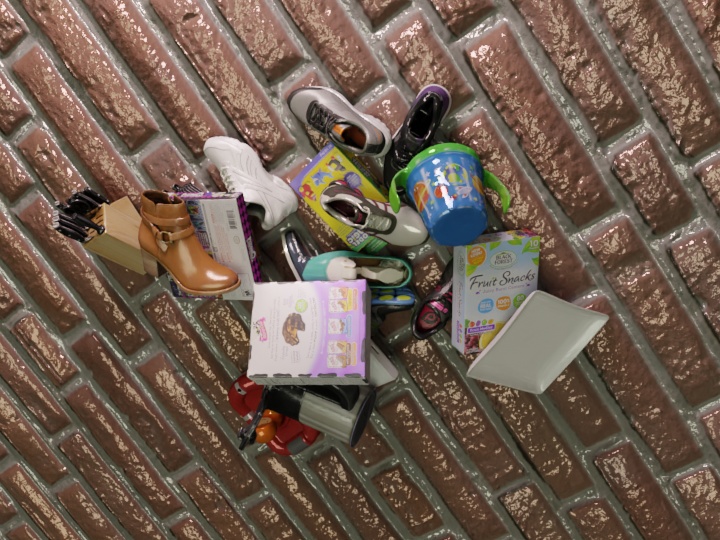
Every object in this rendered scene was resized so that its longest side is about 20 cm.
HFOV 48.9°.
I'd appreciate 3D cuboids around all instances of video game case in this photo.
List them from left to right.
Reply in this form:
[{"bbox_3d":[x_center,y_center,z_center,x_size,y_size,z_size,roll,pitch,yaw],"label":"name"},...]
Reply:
[{"bbox_3d":[-0.274,-0.042,1.411,0.181,0.036,0.201,1,117,20],"label":"video game case"}]

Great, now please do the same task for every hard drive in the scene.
[{"bbox_3d":[-0.039,0.181,1.496,0.200,0.027,0.132,-30,106,41],"label":"hard drive"}]

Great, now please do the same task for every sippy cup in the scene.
[{"bbox_3d":[0.147,-0.114,1.287,0.177,0.131,0.140,-24,139,14],"label":"sippy cup"}]

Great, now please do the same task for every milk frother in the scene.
[{"bbox_3d":[-0.097,0.262,1.420,0.188,0.181,0.201,21,75,15],"label":"milk frother"}]

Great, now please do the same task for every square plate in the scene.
[{"bbox_3d":[0.305,0.124,1.373,0.198,0.028,0.200,18,119,-34],"label":"square plate"}]

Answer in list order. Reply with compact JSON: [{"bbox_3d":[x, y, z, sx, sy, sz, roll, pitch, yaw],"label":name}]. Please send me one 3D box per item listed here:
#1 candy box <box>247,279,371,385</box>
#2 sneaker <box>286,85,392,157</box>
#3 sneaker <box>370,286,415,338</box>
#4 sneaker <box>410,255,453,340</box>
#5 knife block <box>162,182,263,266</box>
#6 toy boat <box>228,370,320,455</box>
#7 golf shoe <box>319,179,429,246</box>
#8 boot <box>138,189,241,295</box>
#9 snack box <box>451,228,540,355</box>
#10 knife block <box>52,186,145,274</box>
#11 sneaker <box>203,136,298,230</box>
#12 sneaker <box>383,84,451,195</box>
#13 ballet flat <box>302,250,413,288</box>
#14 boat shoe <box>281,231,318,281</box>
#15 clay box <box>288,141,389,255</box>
[{"bbox_3d":[-0.084,0.106,1.346,0.199,0.072,0.168,-1,71,8],"label":"candy box"},{"bbox_3d":[-0.043,-0.253,1.332,0.200,0.079,0.074,31,116,17],"label":"sneaker"},{"bbox_3d":[0.019,0.082,1.462,0.199,0.071,0.083,-22,109,27],"label":"sneaker"},{"bbox_3d":[0.156,0.050,1.400,0.077,0.084,0.200,31,113,0],"label":"sneaker"},{"bbox_3d":[-0.294,-0.068,1.476,0.175,0.064,0.201,-11,108,19],"label":"knife block"},{"bbox_3d":[-0.178,0.290,1.554,0.130,0.131,0.200,-38,98,23],"label":"toy boat"},{"bbox_3d":[0.022,-0.084,1.333,0.199,0.088,0.077,21,111,2],"label":"golf shoe"},{"bbox_3d":[-0.294,-0.050,1.355,0.199,0.077,0.156,20,123,23],"label":"boot"},{"bbox_3d":[0.231,0.037,1.360,0.142,0.053,0.201,-8,111,-19],"label":"snack box"},{"bbox_3d":[-0.472,-0.062,1.471,0.064,0.176,0.200,-26,103,23],"label":"knife block"},{"bbox_3d":[-0.208,-0.153,1.400,0.200,0.099,0.078,40,150,-1],"label":"sneaker"},{"bbox_3d":[0.082,-0.212,1.318,0.076,0.088,0.201,24,115,4],"label":"sneaker"},{"bbox_3d":[0.000,0.000,1.388,0.199,0.070,0.068,0,93,-15],"label":"ballet flat"},{"bbox_3d":[-0.085,0.012,1.441,0.062,0.075,0.201,-27,74,8],"label":"boat shoe"},{"bbox_3d":[-0.015,-0.123,1.400,0.200,0.048,0.115,46,114,-5],"label":"clay box"}]
